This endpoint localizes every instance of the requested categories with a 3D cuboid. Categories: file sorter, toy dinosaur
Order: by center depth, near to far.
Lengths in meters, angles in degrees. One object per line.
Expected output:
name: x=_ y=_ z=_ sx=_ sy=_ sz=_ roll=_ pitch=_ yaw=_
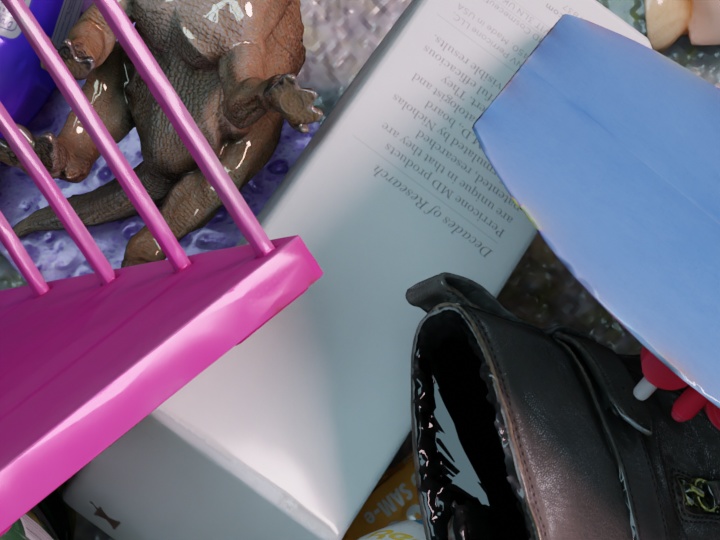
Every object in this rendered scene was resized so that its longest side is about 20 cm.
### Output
file sorter: x=-0.138 y=-0.003 z=0.720 sx=0.139 sy=0.200 sz=0.126 roll=-39 pitch=105 yaw=-28
toy dinosaur: x=-0.042 y=-0.073 z=0.836 sx=0.086 sy=0.200 sz=0.136 roll=33 pitch=46 yaw=1

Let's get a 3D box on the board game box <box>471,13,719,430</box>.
board game box: x=0.095 y=0.005 z=0.743 sx=0.158 sy=0.200 sz=0.039 roll=39 pitch=115 yaw=0

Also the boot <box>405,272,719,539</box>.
boot: x=0.084 y=0.098 z=0.739 sx=0.069 sy=0.174 sz=0.201 roll=-28 pitch=73 yaw=34

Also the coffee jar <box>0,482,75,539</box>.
coffee jar: x=-0.136 y=0.099 z=0.809 sx=0.104 sy=0.200 sz=0.085 roll=-44 pitch=103 yaw=-1

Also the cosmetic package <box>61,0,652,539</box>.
cosmetic package: x=0.000 y=0.000 z=0.809 sx=0.071 sy=0.101 sz=0.200 roll=36 pitch=62 yaw=-4

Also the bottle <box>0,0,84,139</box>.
bottle: x=-0.136 y=-0.083 z=0.873 sx=0.083 sy=0.065 sz=0.201 roll=15 pitch=84 yaw=12

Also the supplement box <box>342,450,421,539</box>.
supplement box: x=0.043 y=0.167 z=0.831 sx=0.126 sy=0.074 sz=0.200 roll=-40 pitch=78 yaw=2

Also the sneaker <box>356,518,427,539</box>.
sneaker: x=-0.006 y=0.160 z=0.760 sx=0.076 sy=0.081 sz=0.201 roll=35 pitch=123 yaw=21

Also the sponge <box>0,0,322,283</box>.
sponge: x=-0.107 y=-0.070 z=0.914 sx=0.112 sy=0.030 sz=0.200 roll=-43 pitch=78 yaw=0

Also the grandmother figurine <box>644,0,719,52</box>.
grandmother figurine: x=0.192 y=-0.106 z=0.864 sx=0.199 sy=0.061 sz=0.122 roll=-5 pitch=89 yaw=10
